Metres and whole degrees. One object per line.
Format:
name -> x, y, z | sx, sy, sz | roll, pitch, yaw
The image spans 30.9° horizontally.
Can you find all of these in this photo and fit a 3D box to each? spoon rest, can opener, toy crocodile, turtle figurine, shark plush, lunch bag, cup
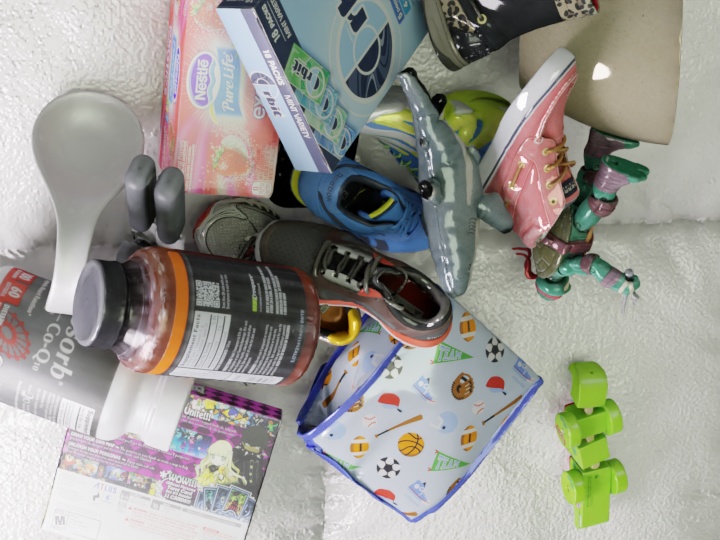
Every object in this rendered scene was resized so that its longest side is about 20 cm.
spoon rest -> -0.240, -0.066, 1.127 | 0.098, 0.061, 0.203 | 6, 70, -11
can opener -> -0.184, -0.031, 1.138 | 0.053, 0.200, 0.068 | 22, 71, 0
toy crocodile -> 0.248, 0.195, 1.425 | 0.066, 0.062, 0.203 | -15, 117, -12
turtle figurine -> 0.219, -0.032, 1.270 | 0.099, 0.151, 0.202 | 0, 126, -22
shark plush -> 0.078, -0.081, 1.150 | 0.090, 0.083, 0.203 | 9, 124, 25
lunch bag -> 0.051, 0.129, 1.300 | 0.169, 0.124, 0.201 | 39, 85, -23
cup -> 0.219, -0.220, 1.209 | 0.141, 0.201, 0.204 | 2, 111, 9

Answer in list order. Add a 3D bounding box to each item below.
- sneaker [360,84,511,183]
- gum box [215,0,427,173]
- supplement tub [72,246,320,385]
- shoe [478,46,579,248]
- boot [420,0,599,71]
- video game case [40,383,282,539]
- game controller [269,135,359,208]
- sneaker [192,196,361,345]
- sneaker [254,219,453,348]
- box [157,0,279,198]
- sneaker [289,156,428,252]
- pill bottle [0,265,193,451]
sneaker -> 0.059, -0.115, 1.229 | 0.197, 0.076, 0.107 | -2, 116, -30
gum box -> -0.023, -0.214, 1.102 | 0.201, 0.044, 0.171 | -58, 140, -32
supplement tub -> -0.139, 0.038, 1.104 | 0.197, 0.107, 0.109 | 9, 106, -32
shoe -> 0.167, -0.105, 1.169 | 0.091, 0.201, 0.071 | 39, 51, 9
boot -> 0.119, -0.294, 1.140 | 0.152, 0.073, 0.207 | -14, 88, 26
video game case -> -0.193, 0.194, 1.265 | 0.197, 0.036, 0.184 | 16, 104, -5
game controller -> -0.036, -0.156, 1.202 | 0.104, 0.042, 0.203 | -10, 116, -52
sneaker -> -0.071, 0.001, 1.237 | 0.199, 0.082, 0.078 | 34, 97, -24
sneaker -> 0.000, 0.000, 1.177 | 0.197, 0.082, 0.078 | 22, 73, -2
box -> -0.120, -0.175, 1.148 | 0.093, 0.103, 0.203 | 2, 109, -18
sneaker -> 0.023, -0.053, 1.227 | 0.199, 0.078, 0.067 | 23, 93, -44
pill bottle -> -0.248, 0.082, 1.164 | 0.197, 0.116, 0.117 | 20, 103, -4
